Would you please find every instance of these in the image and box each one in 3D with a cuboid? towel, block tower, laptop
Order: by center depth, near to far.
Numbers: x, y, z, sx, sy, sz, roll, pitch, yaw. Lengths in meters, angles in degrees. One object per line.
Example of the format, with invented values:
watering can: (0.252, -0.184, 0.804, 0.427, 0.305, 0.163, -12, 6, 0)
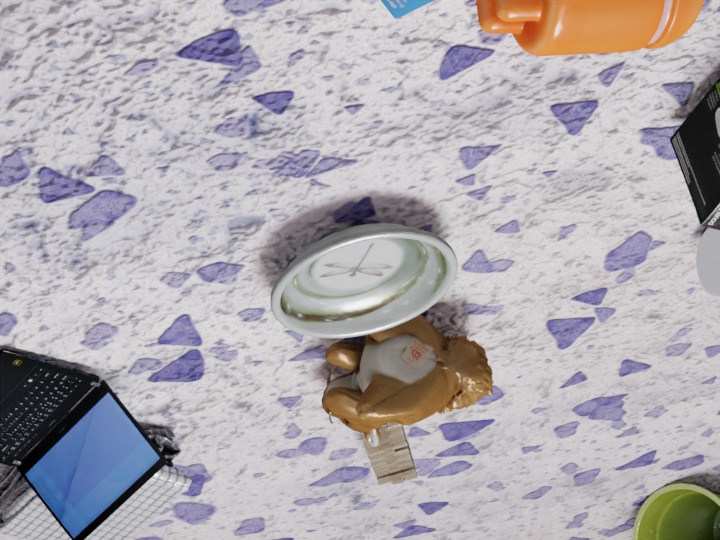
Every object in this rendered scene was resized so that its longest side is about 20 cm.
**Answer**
laptop: (-0.351, 0.197, 1.697, 0.200, 0.103, 0.177, 23, 125, -40)
towel: (-0.325, 0.252, 1.851, 0.166, 0.086, 0.200, 23, 128, -36)
block tower: (0.031, 0.213, 1.973, 0.054, 0.058, 0.200, -17, 148, 1)

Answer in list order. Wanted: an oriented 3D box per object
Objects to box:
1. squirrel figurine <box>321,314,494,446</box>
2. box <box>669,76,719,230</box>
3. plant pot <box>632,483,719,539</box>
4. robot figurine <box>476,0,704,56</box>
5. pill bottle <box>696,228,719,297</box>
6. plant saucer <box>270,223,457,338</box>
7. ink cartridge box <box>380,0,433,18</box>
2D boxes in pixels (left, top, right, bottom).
squirrel figurine: (0.050, 0.136, 1.782, 0.200, 0.142, 0.187, 0, 153, -19)
box: (0.421, -0.136, 1.473, 0.148, 0.124, 0.200, 12, 136, -23)
plant pot: (0.571, 0.431, 2.473, 0.190, 0.200, 0.200, -1, 149, -47)
robot figurine: (0.193, -0.234, 1.257, 0.200, 0.117, 0.144, -5, 137, -15)
pill bottle: (0.488, -0.012, 1.753, 0.200, 0.111, 0.111, -1, 147, -22)
plant saucer: (0.000, 0.000, 1.615, 0.200, 0.050, 0.200, -12, 150, -7)
ink cartridge box: (0.077, -0.292, 1.137, 0.200, 0.084, 0.145, -23, 149, 15)
